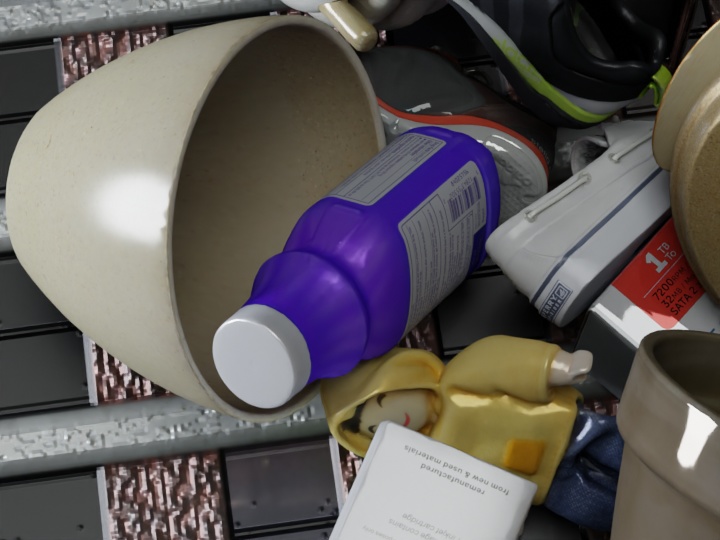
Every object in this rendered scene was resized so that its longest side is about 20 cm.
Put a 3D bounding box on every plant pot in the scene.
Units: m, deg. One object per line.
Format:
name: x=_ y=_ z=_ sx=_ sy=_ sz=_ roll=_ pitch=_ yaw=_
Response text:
plant pot: x=0.189 y=0.145 z=0.953 sx=0.198 sy=0.200 sz=0.175 roll=22 pitch=105 yaw=7

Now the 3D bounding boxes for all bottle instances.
bottle: x=0.000 y=0.000 z=1.038 sx=0.065 sy=0.084 sz=0.200 roll=17 pitch=35 yaw=25

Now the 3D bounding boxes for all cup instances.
cup: x=-0.096 y=-0.032 z=1.074 sx=0.142 sy=0.200 sz=0.202 roll=7 pitch=67 yaw=30

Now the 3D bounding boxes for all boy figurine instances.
boy figurine: x=0.076 y=0.081 z=1.057 sx=0.198 sy=0.125 sz=0.065 roll=22 pitch=39 yaw=-5

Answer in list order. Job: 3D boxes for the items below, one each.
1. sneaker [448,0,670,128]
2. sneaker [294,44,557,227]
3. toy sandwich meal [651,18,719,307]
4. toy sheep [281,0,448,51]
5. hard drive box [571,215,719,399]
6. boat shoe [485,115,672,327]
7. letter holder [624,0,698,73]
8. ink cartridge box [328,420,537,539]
sneaker: x=0.083 y=-0.159 z=1.053 sx=0.200 sy=0.083 sz=0.072 roll=45 pitch=56 yaw=-15
sneaker: x=0.017 y=-0.090 z=1.157 sx=0.199 sy=0.077 sz=0.082 roll=25 pitch=45 yaw=6
toy sandwich meal: x=0.236 y=-0.041 z=1.014 sx=0.204 sy=0.206 sz=0.070 roll=29 pitch=39 yaw=9
toy sheep: x=0.012 y=-0.193 z=1.151 sx=0.199 sy=0.138 sz=0.139 roll=-16 pitch=67 yaw=-41
hard drive box: x=0.236 y=0.044 z=1.098 sx=0.200 sy=0.077 sz=0.156 roll=40 pitch=74 yaw=13
boat shoe: x=0.142 y=-0.051 z=1.110 sx=0.065 sy=0.074 sz=0.200 roll=41 pitch=50 yaw=12
letter holder: x=0.158 y=-0.237 z=1.162 sx=0.100 sy=0.142 sz=0.202 roll=14 pitch=71 yaw=4
ink cartridge box: x=0.004 y=0.192 z=1.002 sx=0.084 sy=0.146 sz=0.201 roll=22 pitch=72 yaw=5
